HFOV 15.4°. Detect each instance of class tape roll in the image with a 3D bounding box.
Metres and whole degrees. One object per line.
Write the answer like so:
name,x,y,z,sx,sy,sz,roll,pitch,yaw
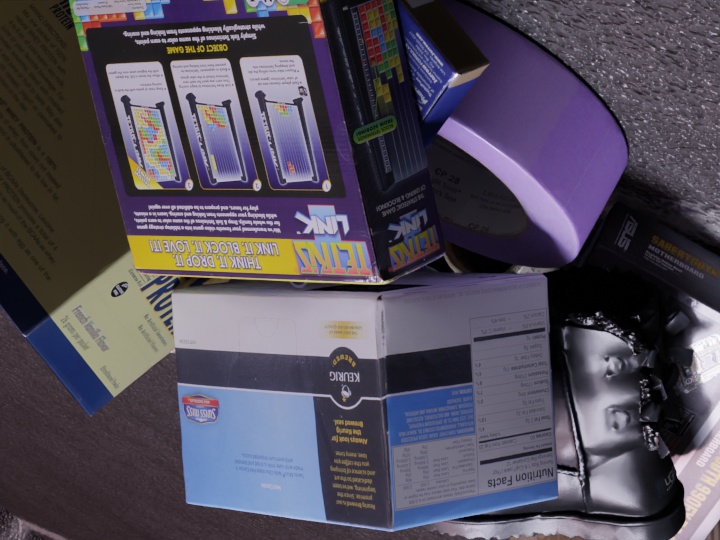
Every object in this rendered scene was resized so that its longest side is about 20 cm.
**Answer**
tape roll,0.052,-0.083,1.528,0.199,0.066,0.200,29,164,9

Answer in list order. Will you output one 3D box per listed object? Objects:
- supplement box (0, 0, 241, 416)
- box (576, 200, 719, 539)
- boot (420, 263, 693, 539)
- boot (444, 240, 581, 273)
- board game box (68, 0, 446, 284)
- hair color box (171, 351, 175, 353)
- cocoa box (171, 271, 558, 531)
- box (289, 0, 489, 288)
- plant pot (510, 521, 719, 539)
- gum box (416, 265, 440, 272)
supplement box,-0.158,-0.064,1.618,0.200,0.199,0.134,48,174,25
box,0.177,0.073,1.623,0.158,0.048,0.200,28,131,0
boot,0.103,0.079,1.580,0.197,0.073,0.163,3,123,24
boot,0.152,0.031,1.686,0.199,0.072,0.155,18,158,46
board game box,-0.057,-0.081,1.420,0.199,0.057,0.166,3,112,45
hair color box,-0.108,0.029,1.852,0.199,0.061,0.100,19,168,-23
cocoa box,0.001,0.071,1.535,0.133,0.132,0.199,-7,-175,-39
box,-0.019,-0.093,1.439,0.121,0.032,0.200,52,136,14
plant pot,0.179,0.167,1.789,0.200,0.202,0.093,26,-156,15
gum box,0.000,0.000,1.831,0.169,0.045,0.200,27,179,9
